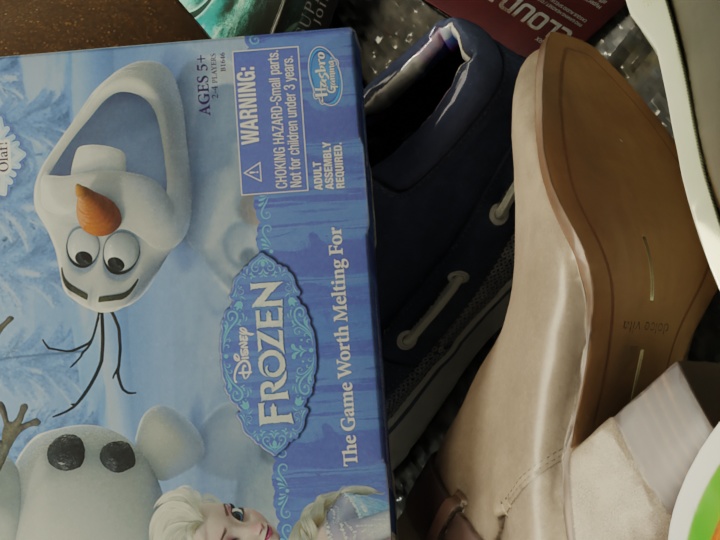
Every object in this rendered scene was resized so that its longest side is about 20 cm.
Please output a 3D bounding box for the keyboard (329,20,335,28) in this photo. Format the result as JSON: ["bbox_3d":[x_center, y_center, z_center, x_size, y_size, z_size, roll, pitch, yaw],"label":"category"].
[{"bbox_3d":[-0.053,-0.051,1.146,0.127,0.021,0.200,-47,39,19],"label":"keyboard"}]

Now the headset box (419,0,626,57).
[{"bbox_3d":[0.078,-0.179,1.023,0.200,0.077,0.149,-44,40,24],"label":"headset box"}]

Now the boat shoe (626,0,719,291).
[{"bbox_3d":[0.129,-0.039,0.880,0.060,0.072,0.202,-25,57,17],"label":"boat shoe"}]

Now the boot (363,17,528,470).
[{"bbox_3d":[0.000,0.000,0.992,0.200,0.090,0.073,-48,39,18],"label":"boot"}]

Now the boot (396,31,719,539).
[{"bbox_3d":[0.054,0.044,0.906,0.146,0.070,0.200,-52,38,35],"label":"boot"}]

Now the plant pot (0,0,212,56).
[{"bbox_3d":[-0.132,-0.018,1.033,0.200,0.187,0.187,-41,38,-4],"label":"plant pot"}]

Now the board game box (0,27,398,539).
[{"bbox_3d":[-0.091,0.033,0.909,0.198,0.043,0.201,-5,81,3],"label":"board game box"}]

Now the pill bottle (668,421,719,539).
[{"bbox_3d":[0.169,0.106,0.711,0.111,0.111,0.200,-54,38,10],"label":"pill bottle"}]

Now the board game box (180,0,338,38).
[{"bbox_3d":[-0.075,-0.064,1.140,0.135,0.028,0.201,5,72,50],"label":"board game box"}]
